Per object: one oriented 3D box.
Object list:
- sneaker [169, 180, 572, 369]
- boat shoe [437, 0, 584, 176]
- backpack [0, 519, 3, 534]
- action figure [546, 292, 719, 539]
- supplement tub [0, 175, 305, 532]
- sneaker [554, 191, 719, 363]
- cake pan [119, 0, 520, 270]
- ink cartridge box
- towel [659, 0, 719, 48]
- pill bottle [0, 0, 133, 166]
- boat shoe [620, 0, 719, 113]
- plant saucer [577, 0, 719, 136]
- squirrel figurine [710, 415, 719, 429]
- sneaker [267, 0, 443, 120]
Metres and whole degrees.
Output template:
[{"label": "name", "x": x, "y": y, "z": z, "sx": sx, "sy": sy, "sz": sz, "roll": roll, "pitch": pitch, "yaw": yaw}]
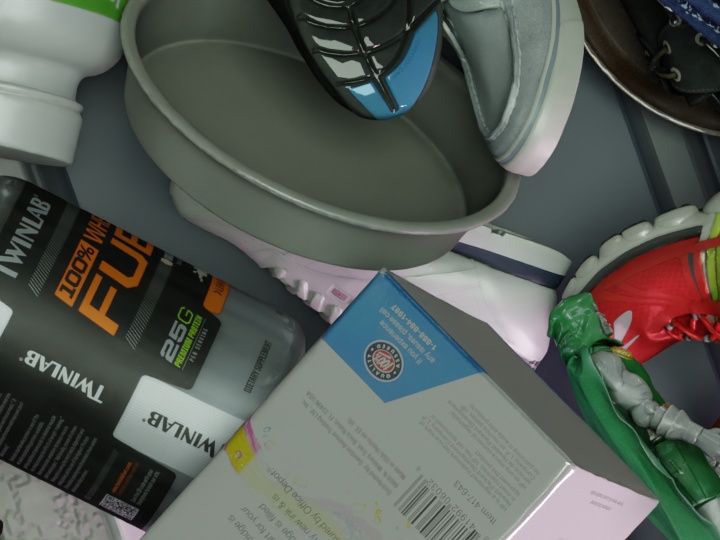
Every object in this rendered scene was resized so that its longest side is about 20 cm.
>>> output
[{"label": "sneaker", "x": 0.000, "y": 0.000, "z": 1.371, "sx": 0.200, "sy": 0.076, "sz": 0.081, "roll": 17, "pitch": 96, "yaw": -6}, {"label": "boat shoe", "x": 0.058, "y": -0.133, "z": 1.344, "sx": 0.071, "sy": 0.070, "sz": 0.201, "roll": 15, "pitch": 52, "yaw": -21}, {"label": "backpack", "x": -0.293, "y": 0.143, "z": 1.284, "sx": 0.183, "sy": 0.147, "sz": 0.200, "roll": 35, "pitch": 81, "yaw": -7}, {"label": "action figure", "x": 0.148, "y": 0.095, "z": 1.315, "sx": 0.055, "sy": 0.118, "sz": 0.200, "roll": -34, "pitch": 77, "yaw": -3}, {"label": "supplement tub", "x": -0.137, "y": 0.035, "z": 1.322, "sx": 0.200, "sy": 0.123, "sz": 0.123, "roll": 27, "pitch": 85, "yaw": -7}, {"label": "sneaker", "x": 0.176, "y": 0.011, "z": 1.336, "sx": 0.200, "sy": 0.077, "sz": 0.085, "roll": -31, "pitch": 59, "yaw": 30}, {"label": "cake pan", "x": -0.023, "y": -0.069, "z": 1.321, "sx": 0.200, "sy": 0.200, "sz": 0.037, "roll": 23, "pitch": 121, "yaw": -7}, {"label": "ink cartridge box", "x": 0.007, "y": 0.124, "z": 1.260, "sx": 0.200, "sy": 0.125, "sz": 0.129, "roll": -48, "pitch": 65, "yaw": 8}, {"label": "towel", "x": 0.211, "y": -0.175, "z": 1.344, "sx": 0.112, "sy": 0.049, "sz": 0.200, "roll": 37, "pitch": 52, "yaw": -13}, {"label": "pill bottle", "x": -0.155, "y": -0.154, "z": 1.329, "sx": 0.111, "sy": 0.111, "sz": 0.200, "roll": 11, "pitch": 87, "yaw": -8}, {"label": "boat shoe", "x": 0.171, "y": -0.102, "z": 1.367, "sx": 0.200, "sy": 0.069, "sz": 0.057, "roll": 41, "pitch": 84, "yaw": -7}, {"label": "plant saucer", "x": 0.189, "y": -0.165, "z": 1.419, "sx": 0.200, "sy": 0.032, "sz": 0.200, "roll": 0, "pitch": 89, "yaw": -9}, {"label": "squirrel figurine", "x": 0.263, "y": 0.076, "z": 1.391, "sx": 0.186, "sy": 0.142, "sz": 0.200, "roll": 10, "pitch": 73, "yaw": 2}, {"label": "sneaker", "x": -0.019, "y": -0.153, "z": 1.339, "sx": 0.073, "sy": 0.082, "sz": 0.200, "roll": -16, "pitch": 69, "yaw": -17}]
